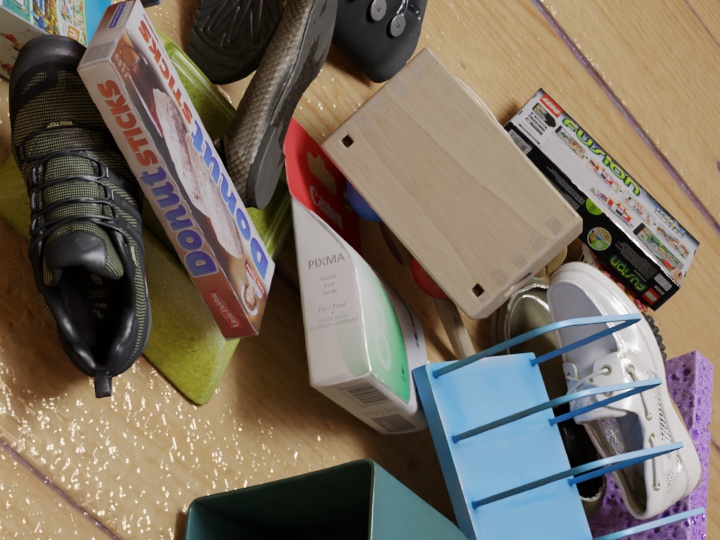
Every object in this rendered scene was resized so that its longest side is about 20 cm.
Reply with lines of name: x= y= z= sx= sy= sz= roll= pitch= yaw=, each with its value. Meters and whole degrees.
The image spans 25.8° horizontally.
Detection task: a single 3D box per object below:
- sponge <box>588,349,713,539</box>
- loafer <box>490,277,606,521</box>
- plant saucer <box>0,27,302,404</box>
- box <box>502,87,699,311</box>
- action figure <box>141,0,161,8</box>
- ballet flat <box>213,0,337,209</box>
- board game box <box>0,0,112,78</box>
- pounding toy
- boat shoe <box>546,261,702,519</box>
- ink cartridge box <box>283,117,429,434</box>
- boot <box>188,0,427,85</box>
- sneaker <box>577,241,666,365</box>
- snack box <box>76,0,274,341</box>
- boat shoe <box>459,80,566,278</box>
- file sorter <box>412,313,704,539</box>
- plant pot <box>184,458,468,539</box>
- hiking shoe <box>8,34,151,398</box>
sponge: x=0.228 y=0.166 z=1.271 sx=0.030 sy=0.111 sz=0.201 roll=41 pitch=44 yaw=-31
loafer: x=0.158 y=0.099 z=1.236 sx=0.075 sy=0.070 sz=0.201 roll=-12 pitch=81 yaw=-16
plant saucer: x=-0.117 y=-0.051 z=1.019 sx=0.200 sy=0.048 sz=0.200 roll=48 pitch=42 yaw=-24
box: x=0.203 y=-0.064 z=1.355 sx=0.200 sy=0.035 sz=0.110 roll=45 pitch=29 yaw=0
action figure: x=-0.099 y=-0.279 z=1.096 sx=0.194 sy=0.104 sz=0.201 roll=61 pitch=35 yaw=-51
ballet flat: x=-0.057 y=-0.128 z=1.032 sx=0.067 sy=0.046 sz=0.201 roll=76 pitch=29 yaw=-60
board game box: x=-0.241 y=-0.216 z=0.943 sx=0.200 sy=0.064 sz=0.148 roll=29 pitch=52 yaw=-40
pounding toy: x=0.066 y=-0.032 z=1.137 sx=0.184 sy=0.142 sz=0.200 roll=49 pitch=5 yaw=7
boat shoe: x=0.188 y=0.092 z=1.177 sx=0.069 sy=0.071 sz=0.201 roll=-30 pitch=94 yaw=-39
ink cartridge box: x=0.000 y=0.000 z=1.088 sx=0.161 sy=0.050 sz=0.201 roll=43 pitch=39 yaw=-65
boot: x=-0.030 y=-0.185 z=1.172 sx=0.165 sy=0.065 sz=0.200 roll=-60 pitch=154 yaw=1
sneaker: x=0.203 y=0.041 z=1.344 sx=0.078 sy=0.082 sz=0.200 roll=33 pitch=32 yaw=-14
snack box: x=-0.104 y=-0.056 z=0.922 sx=0.072 sy=0.024 sz=0.201 roll=-81 pitch=152 yaw=-52
boat shoe: x=0.095 y=-0.083 z=1.267 sx=0.200 sy=0.071 sz=0.069 roll=55 pitch=15 yaw=-25
file sorter: x=0.148 y=0.141 z=1.076 sx=0.138 sy=0.122 sz=0.201 roll=-2 pitch=72 yaw=-51
plant pot: x=0.005 y=0.227 z=0.958 sx=0.200 sy=0.141 sz=0.142 roll=37 pitch=46 yaw=-43
hiking shoe: x=-0.152 y=-0.033 z=0.883 sx=0.101 sy=0.075 sz=0.201 roll=-135 pitch=-147 yaw=-76
